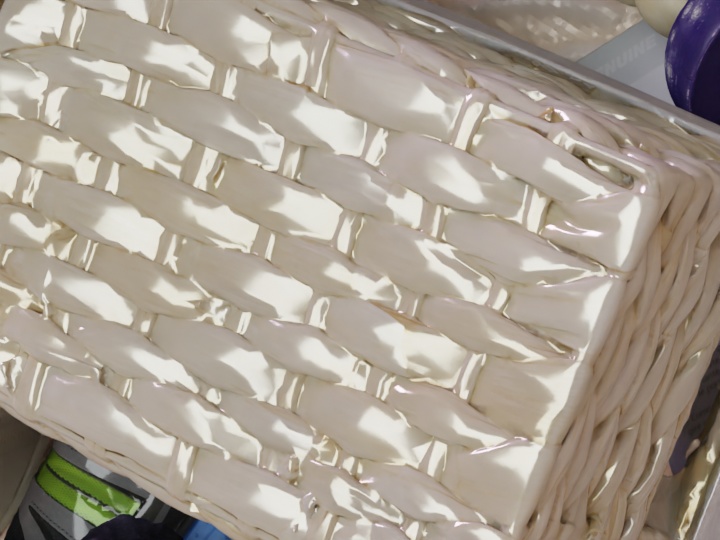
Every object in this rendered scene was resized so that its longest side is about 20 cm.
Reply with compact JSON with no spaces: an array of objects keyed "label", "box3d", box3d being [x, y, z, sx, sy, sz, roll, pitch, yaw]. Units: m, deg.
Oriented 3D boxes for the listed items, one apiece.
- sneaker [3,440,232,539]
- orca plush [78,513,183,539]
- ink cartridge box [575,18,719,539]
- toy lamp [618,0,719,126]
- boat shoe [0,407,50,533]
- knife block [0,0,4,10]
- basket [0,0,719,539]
[{"label":"sneaker","box3d":[-0.065,0.066,0.881,0.200,0.071,0.083,-41,61,13]},{"label":"orca plush","box3d":[-0.098,0.167,0.827,0.105,0.071,0.200,36,104,-12]},{"label":"ink cartridge box","box3d":[0.150,-0.004,0.794,0.162,0.057,0.200,-31,50,22]},{"label":"toy lamp","box3d":[0.041,-0.111,0.840,0.200,0.058,0.058,43,104,34]},{"label":"boat shoe","box3d":[-0.113,0.005,0.890,0.062,0.073,0.200,44,124,26]},{"label":"knife block","box3d":[-0.184,-0.122,0.968,0.175,0.064,0.200,-30,71,23]},{"label":"basket","box3d":[0.000,0.000,0.754,0.200,0.123,0.136,25,97,24]}]
